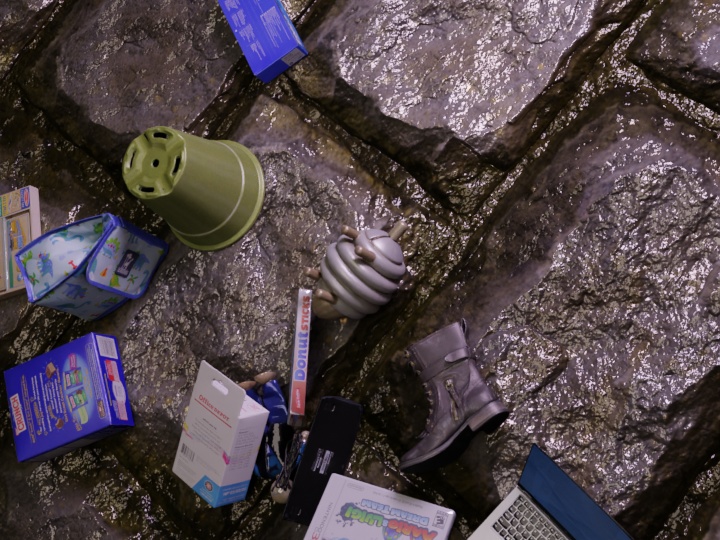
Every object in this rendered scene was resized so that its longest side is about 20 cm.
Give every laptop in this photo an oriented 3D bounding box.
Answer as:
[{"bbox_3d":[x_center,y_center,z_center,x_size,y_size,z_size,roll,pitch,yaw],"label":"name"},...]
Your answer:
[{"bbox_3d":[0.246,0.371,1.371,0.200,0.116,0.187,-49,63,6],"label":"laptop"}]

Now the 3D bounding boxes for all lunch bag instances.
[{"bbox_3d":[-0.447,-0.013,1.741,0.200,0.170,0.128,-33,66,11],"label":"lunch bag"}]

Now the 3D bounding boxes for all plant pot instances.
[{"bbox_3d":[-0.290,-0.152,1.694,0.200,0.190,0.201,-6,74,23],"label":"plant pot"}]

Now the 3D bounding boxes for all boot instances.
[{"bbox_3d":[0.110,0.186,1.512,0.200,0.069,0.174,-35,61,8],"label":"boot"}]

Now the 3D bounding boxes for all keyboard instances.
[{"bbox_3d":[-0.072,0.285,1.563,0.040,0.104,0.200,4,74,67],"label":"keyboard"}]

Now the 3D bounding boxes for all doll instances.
[{"bbox_3d":[-0.143,0.267,1.606,0.136,0.048,0.200,-24,73,18],"label":"doll"}]

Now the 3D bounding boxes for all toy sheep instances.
[{"bbox_3d":[0.000,0.000,1.560,0.200,0.138,0.138,-44,64,19],"label":"toy sheep"}]

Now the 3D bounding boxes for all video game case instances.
[{"bbox_3d":[0.015,0.402,1.472,0.200,0.024,0.182,13,59,21],"label":"video game case"}]

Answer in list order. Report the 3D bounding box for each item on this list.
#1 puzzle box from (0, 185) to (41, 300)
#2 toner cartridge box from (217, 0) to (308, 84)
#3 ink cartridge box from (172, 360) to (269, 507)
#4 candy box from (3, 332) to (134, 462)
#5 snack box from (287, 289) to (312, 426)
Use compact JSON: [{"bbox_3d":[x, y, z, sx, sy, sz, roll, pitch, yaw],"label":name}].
[{"bbox_3d":[-0.660,-0.048,1.924,0.133,0.025,0.200,-16,71,19],"label":"puzzle box"},{"bbox_3d":[-0.176,-0.434,1.792,0.095,0.043,0.200,-31,67,13],"label":"toner cartridge box"},{"bbox_3d":[-0.213,0.248,1.587,0.115,0.068,0.200,30,111,37],"label":"ink cartridge box"},{"bbox_3d":[-0.504,0.221,1.762,0.200,0.077,0.169,-22,71,17],"label":"candy box"},{"bbox_3d":[-0.094,0.134,1.586,0.024,0.072,0.200,5,68,-6],"label":"snack box"}]
